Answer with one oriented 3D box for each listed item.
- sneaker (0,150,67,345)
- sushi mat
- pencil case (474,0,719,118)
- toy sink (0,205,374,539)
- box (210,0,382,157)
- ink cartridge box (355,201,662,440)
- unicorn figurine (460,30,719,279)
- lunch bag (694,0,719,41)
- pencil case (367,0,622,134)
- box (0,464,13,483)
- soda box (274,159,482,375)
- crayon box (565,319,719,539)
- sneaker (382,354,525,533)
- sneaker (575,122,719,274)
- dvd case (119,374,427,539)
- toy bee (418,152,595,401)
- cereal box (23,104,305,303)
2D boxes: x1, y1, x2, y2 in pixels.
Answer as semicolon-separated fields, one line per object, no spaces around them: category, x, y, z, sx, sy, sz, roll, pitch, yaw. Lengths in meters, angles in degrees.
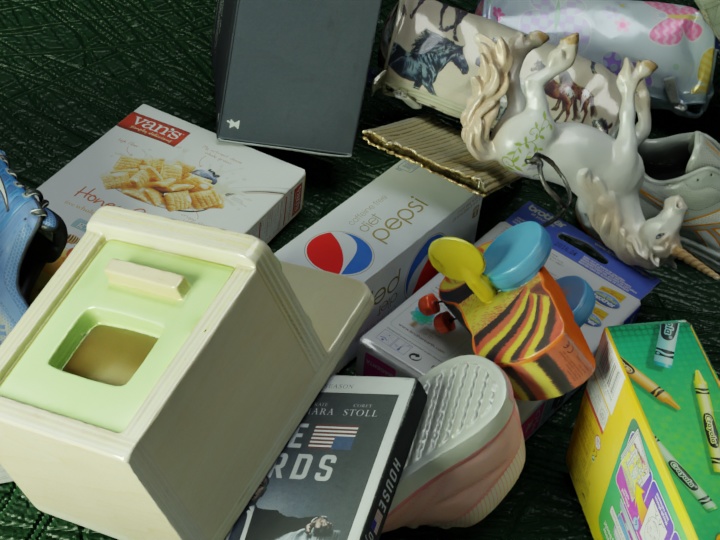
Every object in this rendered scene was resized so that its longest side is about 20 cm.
sneaker;-0.230;-0.035;1.158;0.088;0.079;0.202;-7;74;-1
sushi mat;0.066;-0.084;1.292;0.095;0.012;0.200;25;13;10
pencil case;0.182;-0.170;1.440;0.198;0.083;0.091;7;69;-2
toy sink;-0.104;0.041;1.014;0.130;0.112;0.201;13;56;35
box;-0.045;-0.214;1.332;0.103;0.201;0.183;6;29;-9
ink cartridge box;0.102;0.037;1.211;0.119;0.042;0.200;31;48;22
unicorn figurine;0.159;-0.082;1.242;0.198;0.074;0.138;15;84;2
lunch bag;0.355;-0.187;1.414;0.117;0.165;0.200;-14;23;47
pencil case;0.106;-0.136;1.362;0.199;0.078;0.090;21;75;-3
box;-0.174;0.093;1.094;0.198;0.042;0.039;-10;43;-20
soda box;0.000;0.000;1.213;0.063;0.068;0.200;29;44;25
crayon box;0.181;0.141;1.034;0.058;0.119;0.201;-3;44;-14
sneaker;0.010;0.132;1.069;0.199;0.105;0.076;-29;55;2
sneaker;0.259;-0.051;1.304;0.198;0.092;0.076;10;39;0
dvd case;-0.059;0.141;0.996;0.149;0.025;0.201;0;49;27
toy bee;0.090;0.024;1.128;0.131;0.108;0.200;56;21;-6
cereal box;-0.147;-0.033;1.247;0.143;0.040;0.200;23;42;18
